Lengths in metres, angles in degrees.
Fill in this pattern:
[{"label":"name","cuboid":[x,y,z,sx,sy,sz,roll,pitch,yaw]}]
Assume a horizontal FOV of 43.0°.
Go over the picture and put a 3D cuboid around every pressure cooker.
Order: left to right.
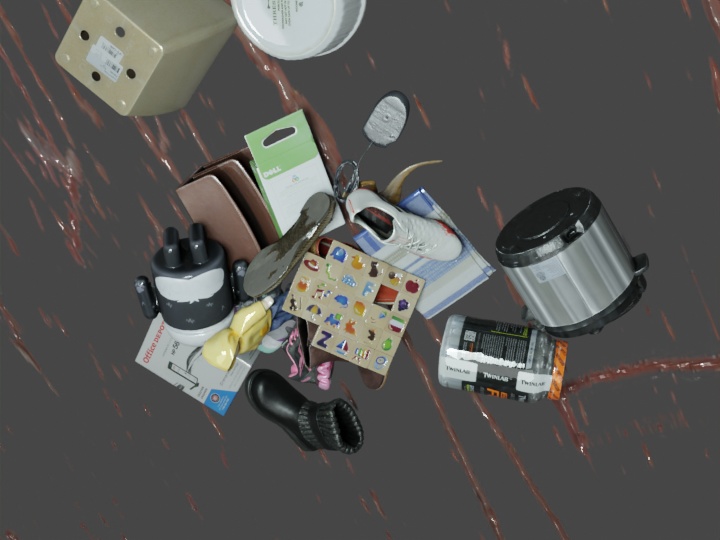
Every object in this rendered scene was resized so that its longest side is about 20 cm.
[{"label":"pressure cooker","cuboid":[0.312,0.003,1.351,0.201,0.178,0.175,54,161,-18]}]

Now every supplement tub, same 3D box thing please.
[{"label":"supplement tub","cuboid":[0.233,0.146,1.494,0.198,0.123,0.124,9,121,13]}]

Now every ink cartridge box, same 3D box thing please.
[{"label":"ink cartridge box","cuboid":[-0.298,0.151,1.691,0.199,0.084,0.147,31,123,-1]},{"label":"ink cartridge box","cuboid":[-0.109,-0.147,1.451,0.103,0.059,0.202,-25,114,-10]}]

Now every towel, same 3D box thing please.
[{"label":"towel","cuboid":[0.104,-0.025,1.468,0.146,0.024,0.200,-36,112,18]}]

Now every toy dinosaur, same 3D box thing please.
[{"label":"toy dinosaur","cuboid":[0.043,-0.116,1.460,0.105,0.061,0.201,8,127,-18]}]

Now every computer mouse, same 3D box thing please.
[{"label":"computer mouse","cuboid":[0.015,-0.191,1.417,0.058,0.034,0.201,34,115,-1]}]

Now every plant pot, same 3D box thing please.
[{"label":"plant pot","cuboid":[-0.335,-0.349,1.370,0.199,0.177,0.200,39,122,-6]}]

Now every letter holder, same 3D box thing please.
[{"label":"letter holder","cuboid":[-0.185,-0.089,1.512,0.141,0.101,0.201,-19,111,24]}]

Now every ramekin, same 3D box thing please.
[{"label":"ramekin","cuboid":[-0.095,-0.398,1.313,0.200,0.094,0.204,8,120,13]}]

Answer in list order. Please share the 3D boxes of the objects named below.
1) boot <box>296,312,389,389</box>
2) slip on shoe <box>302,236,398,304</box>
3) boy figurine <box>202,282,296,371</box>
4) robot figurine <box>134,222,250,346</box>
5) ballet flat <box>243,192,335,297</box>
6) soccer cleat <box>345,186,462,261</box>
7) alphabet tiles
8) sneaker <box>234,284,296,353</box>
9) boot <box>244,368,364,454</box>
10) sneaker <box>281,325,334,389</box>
[{"label":"boot","cuboid":[-0.033,0.133,1.542,0.072,0.166,0.202,10,115,45]},{"label":"slip on shoe","cuboid":[0.000,0.000,1.498,0.198,0.075,0.061,25,157,-11]},{"label":"boy figurine","cuboid":[-0.169,0.091,1.480,0.064,0.199,0.125,41,136,16]},{"label":"robot figurine","cuboid":[-0.270,0.025,1.474,0.149,0.125,0.202,13,127,26]},{"label":"ballet flat","cuboid":[-0.107,-0.036,1.428,0.067,0.046,0.201,39,91,30]},{"label":"soccer cleat","cuboid":[0.066,-0.059,1.388,0.199,0.085,0.069,28,116,-13]},{"label":"alphabet tiles","cuboid":[-0.017,0.054,1.458,0.198,0.008,0.169,23,92,-11]},{"label":"sneaker","cuboid":[-0.190,0.050,1.595,0.199,0.078,0.140,28,120,-29]},{"label":"boot","cuboid":[-0.099,0.251,1.654,0.211,0.080,0.157,44,151,-20]},{"label":"sneaker","cuboid":[-0.095,0.123,1.605,0.094,0.079,0.202,6,122,8]}]
